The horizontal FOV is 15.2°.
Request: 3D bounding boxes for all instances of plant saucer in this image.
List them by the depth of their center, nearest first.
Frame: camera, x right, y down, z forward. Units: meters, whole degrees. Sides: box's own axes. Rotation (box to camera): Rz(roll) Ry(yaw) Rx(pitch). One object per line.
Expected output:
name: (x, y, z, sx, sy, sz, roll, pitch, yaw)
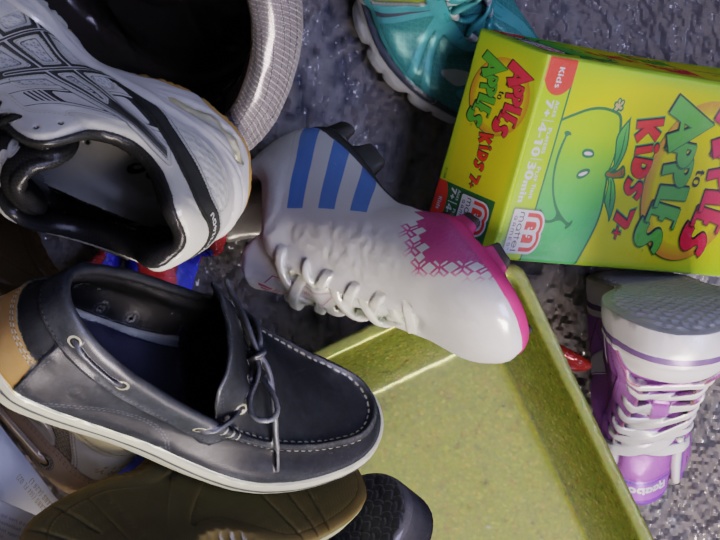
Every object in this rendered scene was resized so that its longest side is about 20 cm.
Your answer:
plant saucer: (0.026, 0.126, 1.259, 0.200, 0.048, 0.200, -26, 86, 2)

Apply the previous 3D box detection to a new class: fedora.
fedora: (-0.111, -0.135, 1.170, 0.200, 0.177, 0.090, 32, 30, -3)

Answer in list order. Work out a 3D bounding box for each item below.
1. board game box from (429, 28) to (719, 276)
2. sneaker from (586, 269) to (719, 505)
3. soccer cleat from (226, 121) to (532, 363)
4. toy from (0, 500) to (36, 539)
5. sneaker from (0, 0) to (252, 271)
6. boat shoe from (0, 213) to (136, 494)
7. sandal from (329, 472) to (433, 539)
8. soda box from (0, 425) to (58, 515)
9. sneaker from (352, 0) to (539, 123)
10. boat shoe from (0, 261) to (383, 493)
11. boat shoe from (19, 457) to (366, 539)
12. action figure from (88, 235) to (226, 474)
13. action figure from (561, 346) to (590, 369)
board game box: (0.126, -0.055, 1.341, 0.200, 0.048, 0.102, 4, 105, -47)
sneaker: (0.149, 0.063, 1.321, 0.073, 0.200, 0.114, 2, 94, 1)
soccer cleat: (0.000, 0.000, 1.216, 0.086, 0.200, 0.070, -29, 125, -16)
toy: (-0.212, 0.176, 1.097, 0.115, 0.047, 0.200, 27, 66, -22)
sneaker: (-0.142, -0.065, 1.109, 0.200, 0.088, 0.076, 23, 117, 2)
boat shoe: (-0.168, 0.011, 1.156, 0.200, 0.065, 0.071, 51, 34, 5)
sandal: (-0.032, 0.183, 1.206, 0.200, 0.076, 0.043, -49, 126, -1)
soda box: (-0.209, 0.054, 1.145, 0.064, 0.068, 0.200, -44, 115, -21)
sneaker: (0.032, -0.143, 1.293, 0.078, 0.080, 0.200, -51, 118, -21)
boat shoe: (-0.064, 0.043, 1.124, 0.200, 0.062, 0.075, 19, 47, -36)
boat shoe: (-0.079, 0.117, 1.150, 0.072, 0.066, 0.201, 49, 36, 17)
action figure: (-0.092, 0.037, 1.202, 0.065, 0.099, 0.200, 1, 85, 2)
action figure: (0.078, 0.143, 1.338, 0.099, 0.065, 0.200, 28, 77, -23)
